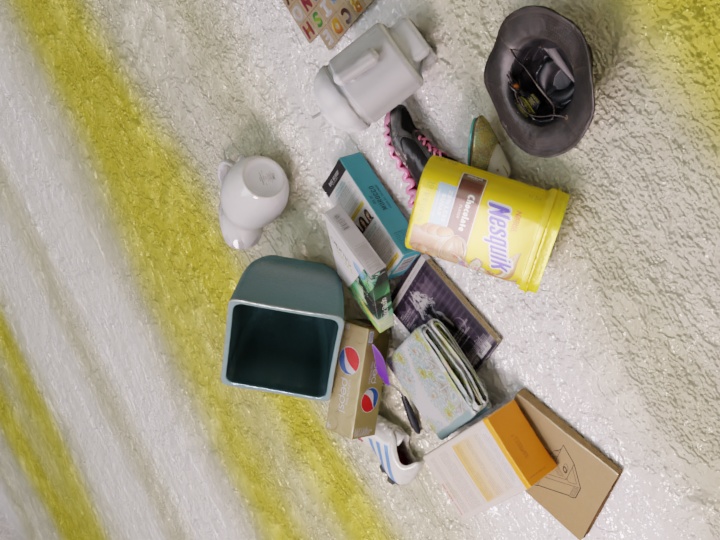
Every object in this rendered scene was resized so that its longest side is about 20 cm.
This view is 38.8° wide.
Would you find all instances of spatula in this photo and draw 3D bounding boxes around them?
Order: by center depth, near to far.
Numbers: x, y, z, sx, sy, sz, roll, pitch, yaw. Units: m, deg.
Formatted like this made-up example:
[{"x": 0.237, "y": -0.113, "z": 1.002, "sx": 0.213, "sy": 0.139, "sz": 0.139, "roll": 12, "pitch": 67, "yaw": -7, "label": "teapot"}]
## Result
[{"x": 0.064, "y": 0.213, "z": 1.776, "sx": 0.201, "sy": 0.020, "sz": 0.057, "roll": 60, "pitch": 173, "yaw": -30, "label": "spatula"}]

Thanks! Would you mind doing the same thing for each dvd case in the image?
[{"x": 0.133, "y": 0.083, "z": 1.677, "sx": 0.200, "sy": 0.016, "sz": 0.149, "roll": 49, "pitch": 140, "yaw": 18, "label": "dvd case"}]

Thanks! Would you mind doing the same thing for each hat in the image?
[{"x": 0.252, "y": -0.249, "z": 1.317, "sx": 0.200, "sy": 0.081, "sz": 0.202, "roll": 36, "pitch": 138, "yaw": 41, "label": "hat"}]

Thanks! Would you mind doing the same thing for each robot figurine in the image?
[{"x": 0.013, "y": -0.282, "z": 1.502, "sx": 0.200, "sy": 0.170, "sz": 0.113, "roll": -36, "pitch": 75, "yaw": 11, "label": "robot figurine"}]

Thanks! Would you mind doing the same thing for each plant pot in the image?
[{"x": -0.128, "y": 0.080, "z": 1.810, "sx": 0.195, "sy": 0.200, "sz": 0.197, "roll": 9, "pitch": 127, "yaw": -2, "label": "plant pot"}]

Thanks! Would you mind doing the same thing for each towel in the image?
[{"x": 0.128, "y": 0.182, "z": 1.686, "sx": 0.172, "sy": 0.048, "sz": 0.200, "roll": 57, "pitch": 153, "yaw": 11, "label": "towel"}]

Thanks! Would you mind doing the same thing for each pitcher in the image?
[{"x": -0.212, "y": -0.151, "z": 1.876, "sx": 0.172, "sy": 0.121, "sz": 0.200, "roll": 66, "pitch": 154, "yaw": 11, "label": "pitcher"}]

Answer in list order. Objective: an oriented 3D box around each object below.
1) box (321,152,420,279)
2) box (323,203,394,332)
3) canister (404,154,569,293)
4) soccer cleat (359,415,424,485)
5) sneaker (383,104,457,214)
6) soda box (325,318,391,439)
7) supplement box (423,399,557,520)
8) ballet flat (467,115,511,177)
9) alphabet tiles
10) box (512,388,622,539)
[{"x": 0.018, "y": -0.089, "z": 1.676, "sx": 0.201, "sy": 0.049, "sz": 0.082, "roll": 58, "pitch": 142, "yaw": 17, "label": "box"}, {"x": 0.000, "y": 0.000, "z": 1.687, "sx": 0.145, "sy": 0.036, "sz": 0.200, "roll": 54, "pitch": 169, "yaw": 28, "label": "box"}, {"x": 0.174, "y": -0.066, "z": 1.428, "sx": 0.199, "sy": 0.087, "sz": 0.149, "roll": 18, "pitch": 124, "yaw": 9, "label": "canister"}, {"x": 0.042, "y": 0.295, "z": 1.863, "sx": 0.200, "sy": 0.070, "sz": 0.086, "roll": 50, "pitch": 126, "yaw": 13, "label": "soccer cleat"}, {"x": 0.103, "y": -0.164, "z": 1.551, "sx": 0.095, "sy": 0.079, "sz": 0.201, "roll": -19, "pitch": 96, "yaw": 29, "label": "sneaker"}, {"x": -0.004, "y": 0.190, "z": 1.800, "sx": 0.068, "sy": 0.064, "sz": 0.201, "roll": 16, "pitch": 100, "yaw": 40, "label": "soda box"}, {"x": 0.204, "y": 0.305, "z": 1.633, "sx": 0.126, "sy": 0.073, "sz": 0.200, "roll": 57, "pitch": 142, "yaw": 9, "label": "supplement box"}, {"x": 0.184, "y": -0.127, "z": 1.477, "sx": 0.071, "sy": 0.071, "sz": 0.201, "roll": 29, "pitch": 129, "yaw": 36, "label": "ballet flat"}, {"x": -0.063, "y": -0.449, "z": 1.607, "sx": 0.168, "sy": 0.008, "sz": 0.200, "roll": 58, "pitch": 145, "yaw": 2, "label": "alphabet tiles"}, {"x": 0.299, "y": 0.302, "z": 1.598, "sx": 0.200, "sy": 0.021, "sz": 0.164, "roll": 40, "pitch": 136, "yaw": 28, "label": "box"}]
